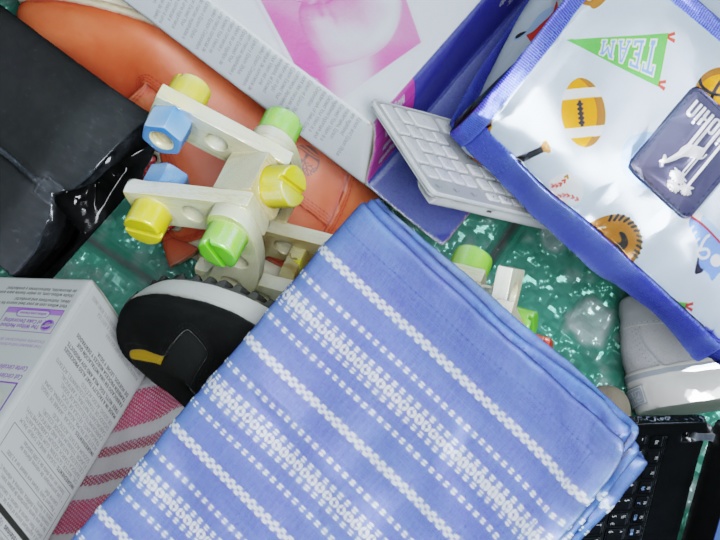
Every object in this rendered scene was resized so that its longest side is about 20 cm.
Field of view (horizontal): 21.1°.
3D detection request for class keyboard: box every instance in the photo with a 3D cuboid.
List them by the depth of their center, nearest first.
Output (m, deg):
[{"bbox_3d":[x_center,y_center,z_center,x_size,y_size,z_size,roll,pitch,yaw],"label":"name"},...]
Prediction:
[{"bbox_3d":[0.082,-0.040,0.870,0.011,0.200,0.056,-43,58,28],"label":"keyboard"}]

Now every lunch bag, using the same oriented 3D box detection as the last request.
[{"bbox_3d":[0.146,-0.073,0.859,0.170,0.124,0.200,41,53,-6],"label":"lunch bag"}]

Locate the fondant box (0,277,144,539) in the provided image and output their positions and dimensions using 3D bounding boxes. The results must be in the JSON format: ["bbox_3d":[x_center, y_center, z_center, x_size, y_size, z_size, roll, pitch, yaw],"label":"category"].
[{"bbox_3d":[-0.196,0.092,0.790,0.144,0.058,0.200,1,46,33],"label":"fondant box"}]

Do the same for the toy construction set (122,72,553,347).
[{"bbox_3d":[0.000,0.000,0.806,0.200,0.131,0.092,27,62,25],"label":"toy construction set"}]

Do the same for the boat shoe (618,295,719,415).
[{"bbox_3d":[0.220,0.021,0.925,0.199,0.072,0.069,-11,80,0],"label":"boat shoe"}]

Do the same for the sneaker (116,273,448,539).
[{"bbox_3d":[-0.031,0.071,0.745,0.200,0.070,0.090,23,68,28],"label":"sneaker"}]

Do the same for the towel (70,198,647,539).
[{"bbox_3d":[-0.012,0.089,0.689,0.145,0.024,0.200,42,94,21],"label":"towel"}]

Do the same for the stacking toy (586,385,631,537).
[{"bbox_3d":[0.019,0.071,0.887,0.199,0.085,0.086,15,77,4],"label":"stacking toy"}]

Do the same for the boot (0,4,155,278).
[{"bbox_3d":[-0.165,-0.115,0.855,0.200,0.066,0.165,42,109,23],"label":"boot"}]

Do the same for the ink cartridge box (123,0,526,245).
[{"bbox_3d":[0.011,-0.138,0.899,0.200,0.043,0.196,37,50,2],"label":"ink cartridge box"}]

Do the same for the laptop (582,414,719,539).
[{"bbox_3d":[0.115,0.156,0.813,0.199,0.178,0.104,-1,42,-7],"label":"laptop"}]

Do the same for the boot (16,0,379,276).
[{"bbox_3d":[-0.087,-0.062,0.900,0.199,0.075,0.108,29,85,1],"label":"boot"}]

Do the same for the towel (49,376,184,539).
[{"bbox_3d":[-0.135,0.114,0.796,0.146,0.030,0.200,-10,41,26],"label":"towel"}]
